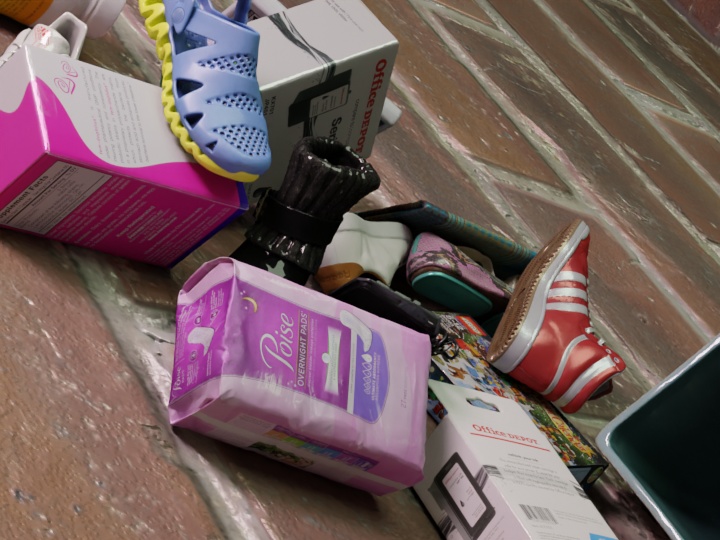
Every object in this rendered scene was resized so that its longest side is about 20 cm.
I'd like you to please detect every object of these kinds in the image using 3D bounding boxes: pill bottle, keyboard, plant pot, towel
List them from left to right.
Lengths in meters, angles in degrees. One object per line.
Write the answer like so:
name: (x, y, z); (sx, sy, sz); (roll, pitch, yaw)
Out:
pill bottle: (-0.315, -0.290, 1.774); (0.199, 0.111, 0.111); (24, 24, -30)
keyboard: (0.023, 0.037, 1.557); (0.104, 0.040, 0.200); (34, -14, -7)
towel: (0.098, -0.021, 1.851); (0.199, 0.022, 0.146); (24, -18, -30)
plant pot: (0.364, 0.192, 1.701); (0.196, 0.196, 0.200); (53, 4, 40)

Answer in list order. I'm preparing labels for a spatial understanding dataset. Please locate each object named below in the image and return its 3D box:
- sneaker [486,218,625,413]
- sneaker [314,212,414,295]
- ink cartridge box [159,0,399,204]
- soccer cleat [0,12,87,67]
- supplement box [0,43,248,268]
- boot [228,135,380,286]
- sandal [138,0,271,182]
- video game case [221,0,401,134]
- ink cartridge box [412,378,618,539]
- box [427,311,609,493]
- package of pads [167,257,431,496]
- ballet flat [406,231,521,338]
sneaker: (0.193, 0.046, 1.745); (0.112, 0.071, 0.200); (37, 47, -7)
sneaker: (0.000, 0.000, 1.741); (0.200, 0.072, 0.085); (6, 70, -68)
ink cartridge box: (-0.075, -0.143, 1.677); (0.199, 0.147, 0.083); (-24, 57, -31)
soccer cleat: (-0.277, -0.157, 1.575); (0.068, 0.085, 0.200); (35, 24, -1)
supplement box: (-0.199, -0.085, 1.490); (0.199, 0.103, 0.102); (17, 48, -45)
boot: (-0.060, -0.018, 1.512); (0.079, 0.158, 0.211); (36, 19, -9)
sandal: (-0.111, -0.162, 1.503); (0.079, 0.087, 0.201); (7, 55, -50)
video game case: (-0.069, -0.184, 1.859); (0.182, 0.022, 0.200); (41, -21, -13)
ink cartridge box: (0.115, 0.181, 1.493); (0.116, 0.068, 0.200); (17, 28, -41)
box: (0.110, 0.114, 1.675); (0.200, 0.038, 0.136); (47, 23, 28)
package of pads: (-0.039, 0.078, 1.407); (0.199, 0.076, 0.121); (23, 54, -32)
ballet flat: (0.122, 0.023, 1.804); (0.200, 0.069, 0.071); (34, 48, -29)
